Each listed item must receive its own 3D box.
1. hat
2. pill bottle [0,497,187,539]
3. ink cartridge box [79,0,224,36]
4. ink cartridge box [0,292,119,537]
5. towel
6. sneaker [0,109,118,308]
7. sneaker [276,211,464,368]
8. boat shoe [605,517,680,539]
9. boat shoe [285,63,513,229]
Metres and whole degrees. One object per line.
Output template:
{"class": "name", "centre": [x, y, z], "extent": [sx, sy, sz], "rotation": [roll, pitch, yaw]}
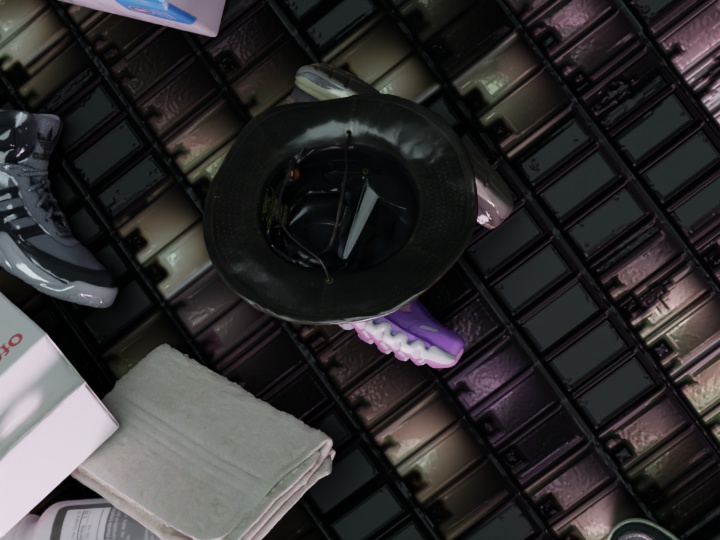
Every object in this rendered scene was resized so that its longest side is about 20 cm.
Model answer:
{"class": "hat", "centre": [-0.010, -0.033, 1.445], "extent": [0.200, 0.081, 0.201], "rotation": [-4, 65, 8]}
{"class": "pill bottle", "centre": [-0.186, 0.232, 1.524], "extent": [0.199, 0.114, 0.114], "rotation": [-6, 89, 12]}
{"class": "ink cartridge box", "centre": [-0.211, -0.248, 1.505], "extent": [0.199, 0.145, 0.085], "rotation": [14, 91, 11]}
{"class": "ink cartridge box", "centre": [-0.290, 0.092, 1.481], "extent": [0.129, 0.125, 0.200], "rotation": [-43, 48, -11]}
{"class": "towel", "centre": [-0.126, 0.138, 1.492], "extent": [0.200, 0.035, 0.133], "rotation": [28, 58, 35]}
{"class": "sneaker", "centre": [-0.257, -0.061, 1.556], "extent": [0.200, 0.075, 0.114], "rotation": [35, 99, 12]}
{"class": "sneaker", "centre": [0.000, 0.000, 1.509], "extent": [0.200, 0.081, 0.089], "rotation": [32, 81, 8]}
{"class": "boat shoe", "centre": [0.241, 0.277, 1.461], "extent": [0.074, 0.066, 0.200], "rotation": [-25, 85, 11]}
{"class": "boat shoe", "centre": [0.026, -0.083, 1.510], "extent": [0.200, 0.074, 0.073], "rotation": [35, 108, 17]}
